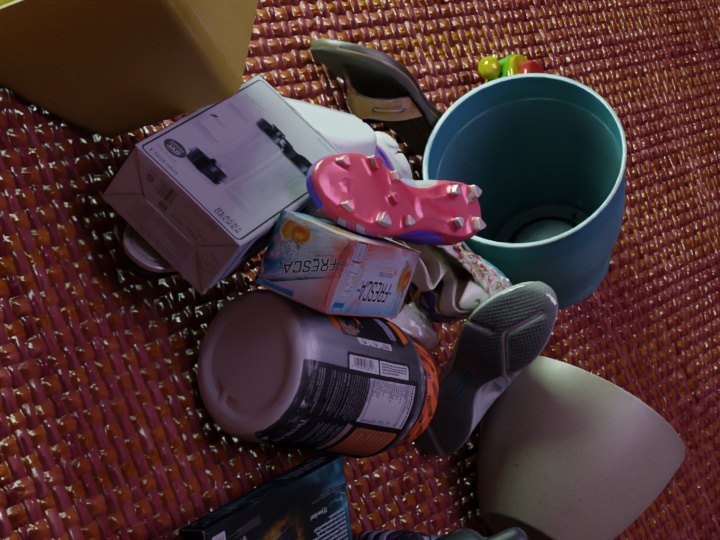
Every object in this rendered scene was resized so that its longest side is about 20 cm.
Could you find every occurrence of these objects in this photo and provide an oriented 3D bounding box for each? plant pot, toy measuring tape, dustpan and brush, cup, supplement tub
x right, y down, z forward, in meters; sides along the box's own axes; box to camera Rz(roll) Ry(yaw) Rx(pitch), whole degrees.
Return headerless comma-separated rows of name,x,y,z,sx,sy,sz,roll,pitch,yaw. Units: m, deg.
plant pot,-0.185,-0.221,1.425,0.177,0.198,0.201,51,35,-41
toy measuring tape,0.195,-0.186,2.056,0.200,0.073,0.074,38,43,-38
dustpan and brush,-0.030,-0.095,1.605,0.138,0.058,0.200,11,16,-27
cup,0.189,0.194,1.736,0.200,0.199,0.144,43,66,-33
plant pot,0.175,-0.061,1.833,0.188,0.198,0.202,68,19,-57
supplement tub,-0.030,0.090,1.514,0.199,0.122,0.124,16,58,-52

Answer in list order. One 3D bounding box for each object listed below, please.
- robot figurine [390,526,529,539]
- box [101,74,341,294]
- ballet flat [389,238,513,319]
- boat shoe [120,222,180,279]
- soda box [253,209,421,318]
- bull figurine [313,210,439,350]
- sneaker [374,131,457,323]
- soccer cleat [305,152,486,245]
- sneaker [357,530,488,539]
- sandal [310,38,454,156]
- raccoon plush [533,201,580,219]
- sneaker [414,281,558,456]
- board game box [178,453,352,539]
robot figurine,0.058,0.279,1.432,0.199,0.150,0.126,-24,94,-15
box,-0.102,-0.072,1.459,0.117,0.060,0.200,43,34,4
ballet flat,0.073,0.002,1.661,0.200,0.075,0.064,42,46,-32
boat shoe,-0.138,-0.032,1.488,0.074,0.060,0.200,39,34,3
soda box,-0.015,-0.003,1.483,0.064,0.068,0.200,-68,163,4
bull figurine,0.000,0.000,1.654,0.201,0.065,0.121,58,15,-7
sneaker,0.028,-0.031,1.735,0.083,0.080,0.201,-36,95,-40
soccer cleat,0.020,-0.052,1.505,0.199,0.076,0.067,6,72,-45
sneaker,0.071,0.278,1.613,0.199,0.074,0.088,12,75,-42
sandal,0.022,-0.160,1.800,0.200,0.081,0.055,45,60,-42
raccoon plush,0.208,-0.088,2.035,0.200,0.096,0.135,69,1,-61
sneaker,0.116,0.079,1.685,0.070,0.201,0.080,39,28,4
board game box,-0.067,0.236,1.426,0.200,0.028,0.137,-21,107,-57
